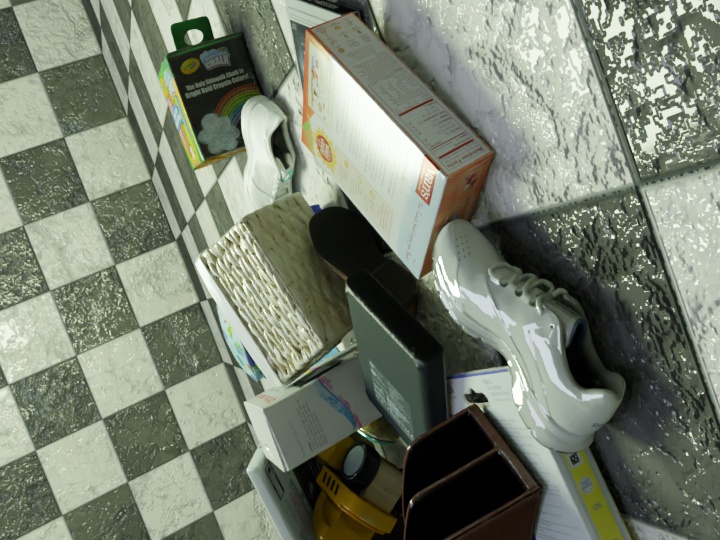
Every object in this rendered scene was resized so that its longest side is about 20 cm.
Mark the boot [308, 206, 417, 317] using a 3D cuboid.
[{"bbox_3d":[0.000,0.000,0.844,0.201,0.073,0.076,49,164,38],"label":"boot"}]

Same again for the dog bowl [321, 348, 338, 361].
[{"bbox_3d":[-0.055,0.214,1.243,0.112,0.049,0.203,52,155,39],"label":"dog bowl"}]

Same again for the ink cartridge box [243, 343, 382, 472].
[{"bbox_3d":[-0.042,0.169,0.930,0.088,0.196,0.147,66,160,-1],"label":"ink cartridge box"}]

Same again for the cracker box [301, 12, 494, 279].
[{"bbox_3d":[0.023,-0.112,0.634,0.201,0.057,0.135,52,154,25],"label":"cracker box"}]

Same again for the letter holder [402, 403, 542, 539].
[{"bbox_3d":[0.077,0.251,0.665,0.101,0.139,0.203,50,157,41],"label":"letter holder"}]

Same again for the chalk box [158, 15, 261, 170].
[{"bbox_3d":[-0.227,-0.274,1.072,0.123,0.122,0.205,2,112,69],"label":"chalk box"}]

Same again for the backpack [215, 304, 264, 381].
[{"bbox_3d":[-0.181,0.091,1.306,0.182,0.144,0.205,30,136,56],"label":"backpack"}]

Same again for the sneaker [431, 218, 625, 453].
[{"bbox_3d":[0.130,0.035,0.544,0.202,0.073,0.088,54,146,18],"label":"sneaker"}]

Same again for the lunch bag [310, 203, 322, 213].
[{"bbox_3d":[-0.064,-0.002,1.011,0.199,0.093,0.154,-26,88,57],"label":"lunch bag"}]

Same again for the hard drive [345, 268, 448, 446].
[{"bbox_3d":[0.042,0.112,0.761,0.140,0.032,0.203,45,156,39],"label":"hard drive"}]

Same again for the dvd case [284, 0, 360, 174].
[{"bbox_3d":[-0.028,-0.188,0.773,0.150,0.024,0.205,42,148,52],"label":"dvd case"}]

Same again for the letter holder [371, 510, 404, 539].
[{"bbox_3d":[-0.015,0.449,1.115,0.101,0.199,0.142,54,169,-25],"label":"letter holder"}]

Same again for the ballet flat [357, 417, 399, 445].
[{"bbox_3d":[0.002,0.207,1.074,0.199,0.069,0.073,7,118,66],"label":"ballet flat"}]

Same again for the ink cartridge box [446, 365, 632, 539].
[{"bbox_3d":[0.153,0.181,0.657,0.205,0.046,0.197,68,163,5],"label":"ink cartridge box"}]

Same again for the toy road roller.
[{"bbox_3d":[-0.018,0.326,1.049,0.122,0.148,0.199,37,171,-25],"label":"toy road roller"}]

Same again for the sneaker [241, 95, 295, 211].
[{"bbox_3d":[-0.123,-0.142,1.021,0.088,0.074,0.204,32,141,40],"label":"sneaker"}]

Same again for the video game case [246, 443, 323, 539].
[{"bbox_3d":[-0.093,0.322,1.048,0.182,0.023,0.204,-64,-48,-68],"label":"video game case"}]

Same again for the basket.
[{"bbox_3d":[-0.091,0.020,0.900,0.123,0.135,0.203,-35,87,41],"label":"basket"}]
